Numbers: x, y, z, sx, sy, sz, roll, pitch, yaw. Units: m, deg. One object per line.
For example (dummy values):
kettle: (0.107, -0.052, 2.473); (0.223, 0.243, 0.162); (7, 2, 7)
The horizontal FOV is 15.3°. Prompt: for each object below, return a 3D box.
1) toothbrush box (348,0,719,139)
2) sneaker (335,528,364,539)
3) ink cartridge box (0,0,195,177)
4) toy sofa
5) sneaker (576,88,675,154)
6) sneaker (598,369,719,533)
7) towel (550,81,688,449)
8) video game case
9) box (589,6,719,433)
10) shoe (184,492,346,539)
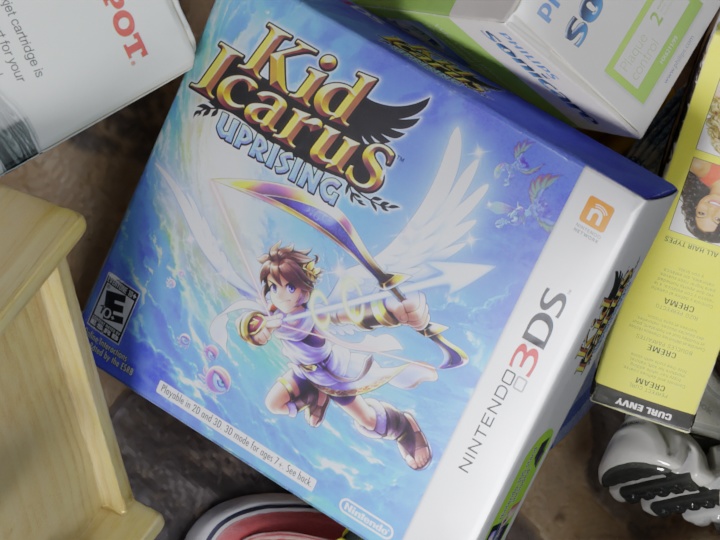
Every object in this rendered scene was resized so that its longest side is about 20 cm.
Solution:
toothbrush box: (0.069, -0.146, 1.109); (0.086, 0.200, 0.146); (36, 79, -28)
sneaker: (0.010, 0.128, 1.127); (0.084, 0.075, 0.201); (9, 65, 0)
ink cartridge box: (-0.184, -0.101, 1.041); (0.199, 0.083, 0.147); (-30, 111, -21)
toy sofa: (-0.151, 0.054, 1.049); (0.083, 0.097, 0.201); (-52, 150, -32)
sneaker: (0.055, -0.040, 1.189); (0.200, 0.077, 0.073); (-44, 116, -15)
sneaker: (0.200, 0.099, 1.299); (0.200, 0.075, 0.081); (32, 58, -36)
towel: (0.133, -0.018, 1.229); (0.200, 0.024, 0.147); (-48, 154, -13)
video game case: (0.000, 0.000, 1.077); (0.182, 0.199, 0.045); (-65, 162, 17)
box: (0.147, -0.032, 1.120); (0.050, 0.075, 0.201); (17, 128, 5)
shoe: (0.020, 0.157, 1.191); (0.199, 0.091, 0.072); (25, 85, -30)
